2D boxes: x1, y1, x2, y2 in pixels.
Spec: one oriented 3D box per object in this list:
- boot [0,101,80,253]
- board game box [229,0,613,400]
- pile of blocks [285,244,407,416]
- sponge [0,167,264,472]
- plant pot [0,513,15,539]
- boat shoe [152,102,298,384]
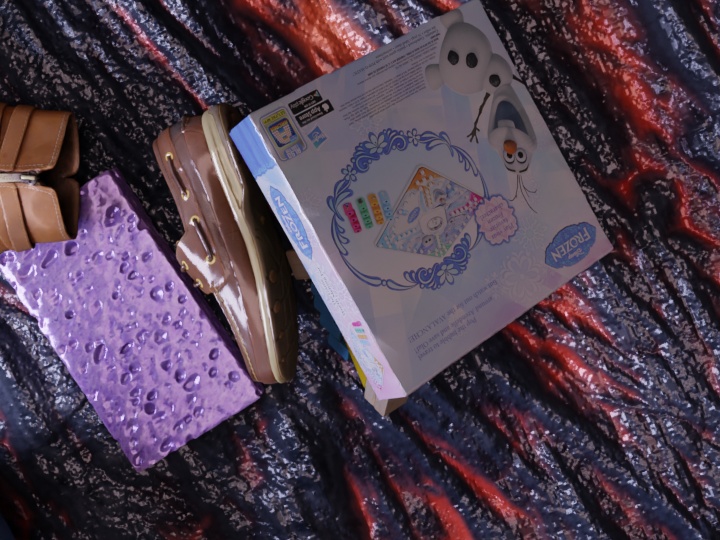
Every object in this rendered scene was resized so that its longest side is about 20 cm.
[{"bbox_3d":[-0.278,-0.105,0.815,0.154,0.077,0.201,-4,91,11],"label":"boot"},{"bbox_3d":[0.046,-0.051,0.774,0.200,0.043,0.200,-31,94,-27],"label":"board game box"},{"bbox_3d":[0.000,0.000,0.834,0.062,0.082,0.201,-27,106,-32],"label":"pile of blocks"},{"bbox_3d":[-0.171,0.037,0.859,0.111,0.030,0.201,-33,94,7],"label":"sponge"},{"bbox_3d":[-0.326,0.224,0.841,0.199,0.135,0.201,1,97,5],"label":"plant pot"},{"bbox_3d":[-0.094,-0.014,0.830,0.067,0.072,0.201,-16,90,11],"label":"boat shoe"}]
